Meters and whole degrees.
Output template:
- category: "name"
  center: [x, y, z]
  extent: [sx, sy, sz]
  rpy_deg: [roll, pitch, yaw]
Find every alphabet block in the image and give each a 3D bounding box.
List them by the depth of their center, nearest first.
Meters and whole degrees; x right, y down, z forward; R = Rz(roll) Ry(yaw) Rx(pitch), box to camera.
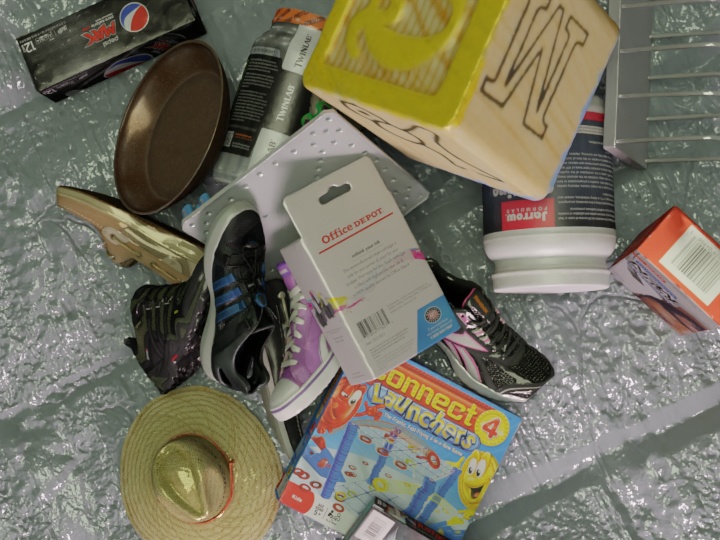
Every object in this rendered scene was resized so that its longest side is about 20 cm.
- category: "alphabet block"
  center: [0.099, -0.207, 1.226]
  extent: [0.195, 0.200, 0.198]
  rpy_deg: [21, 87, 37]

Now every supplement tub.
- category: "supplement tub"
  center: [0.198, -0.080, 1.350]
  extent: [0.139, 0.140, 0.202]
  rpy_deg: [-2, 85, 5]
- category: "supplement tub"
  center: [-0.078, -0.174, 1.393]
  extent: [0.122, 0.123, 0.201]
  rpy_deg: [18, 88, 7]

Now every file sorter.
- category: "file sorter"
  center: [0.332, -0.216, 1.330]
  extent: [0.124, 0.139, 0.202]
  rpy_deg: [1, 86, 27]

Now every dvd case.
- category: "dvd case"
  center: [0.062, 0.339, 1.342]
  extent: [0.199, 0.022, 0.146]
  rpy_deg: [30, 114, -8]

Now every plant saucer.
- category: "plant saucer"
  center: [-0.201, -0.153, 1.401]
  extent: [0.200, 0.037, 0.202]
  rpy_deg: [-23, 57, 42]

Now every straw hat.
- category: "straw hat"
  center: [-0.186, 0.228, 1.392]
  extent: [0.199, 0.085, 0.203]
  rpy_deg: [0, 85, 5]

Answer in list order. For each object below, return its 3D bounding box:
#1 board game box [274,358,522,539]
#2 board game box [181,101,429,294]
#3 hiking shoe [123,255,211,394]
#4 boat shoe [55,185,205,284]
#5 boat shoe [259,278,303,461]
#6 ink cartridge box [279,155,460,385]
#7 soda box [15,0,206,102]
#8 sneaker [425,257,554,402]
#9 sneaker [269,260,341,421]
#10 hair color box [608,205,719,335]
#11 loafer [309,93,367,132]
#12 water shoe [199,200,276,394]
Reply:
- category: "board game box"
  center: [0.040, 0.198, 1.366]
  extent: [0.199, 0.056, 0.197]
  rpy_deg: [27, 89, -6]
- category: "board game box"
  center: [-0.056, -0.071, 1.335]
  extent: [0.199, 0.200, 0.026]
  rpy_deg: [-36, 52, 16]
- category: "hiking shoe"
  center: [-0.205, 0.044, 1.375]
  extent: [0.101, 0.076, 0.201]
  rpy_deg: [39, 127, 11]
- category: "boat shoe"
  center: [-0.258, -0.034, 1.425]
  extent: [0.199, 0.071, 0.065]
  rpy_deg: [26, 96, 8]
- category: "boat shoe"
  center: [-0.085, 0.108, 1.395]
  extent: [0.060, 0.074, 0.201]
  rpy_deg: [-18, 96, -16]
- category: "ink cartridge box"
  center: [0.000, 0.000, 1.298]
  extent: [0.115, 0.068, 0.201]
  rpy_deg: [-28, 92, -24]
- category: "soda box"
  center: [-0.281, -0.265, 1.449]
  extent: [0.199, 0.063, 0.071]
  rpy_deg: [-23, 85, 4]
- category: "sneaker"
  center: [0.120, 0.061, 1.360]
  extent: [0.199, 0.087, 0.080]
  rpy_deg: [32, 55, 6]
- category: "sneaker"
  center: [-0.062, 0.052, 1.338]
  extent: [0.114, 0.073, 0.201]
  rpy_deg: [39, 66, -14]
- category: "hair color box"
  center: [0.324, 0.005, 1.300]
  extent: [0.111, 0.200, 0.064]
  rpy_deg: [43, 90, 7]
- category: "loafer"
  center: [0.015, -0.187, 1.350]
  extent: [0.068, 0.200, 0.076]
  rpy_deg: [17, 123, 26]
- category: "water shoe"
  center: [-0.112, 0.028, 1.293]
  extent: [0.079, 0.071, 0.201]
  rpy_deg: [25, 120, 35]
